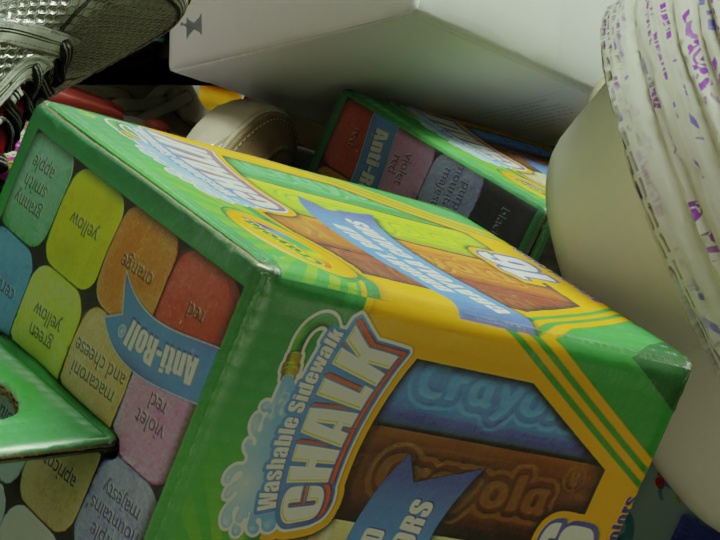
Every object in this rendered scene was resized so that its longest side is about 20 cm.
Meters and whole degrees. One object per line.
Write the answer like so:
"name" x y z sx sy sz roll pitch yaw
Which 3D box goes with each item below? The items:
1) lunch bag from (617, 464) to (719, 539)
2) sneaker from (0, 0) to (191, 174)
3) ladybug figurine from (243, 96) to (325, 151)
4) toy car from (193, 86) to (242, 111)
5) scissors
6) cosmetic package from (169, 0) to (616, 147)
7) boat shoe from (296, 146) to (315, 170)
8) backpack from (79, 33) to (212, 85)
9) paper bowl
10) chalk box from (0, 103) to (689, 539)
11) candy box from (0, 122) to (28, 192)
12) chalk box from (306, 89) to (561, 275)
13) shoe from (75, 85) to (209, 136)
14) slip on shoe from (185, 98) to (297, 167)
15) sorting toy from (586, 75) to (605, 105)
"lunch bag" 0.198 0.118 1.003 0.200 0.083 0.160 31 16 39
"sneaker" -0.138 -0.044 0.901 0.082 0.200 0.078 50 -18 21
"ladybug figurine" -0.007 -0.042 1.297 0.136 0.072 0.200 45 8 9
"toy car" -0.135 -0.146 1.375 0.199 0.150 0.175 24 12 5
"scissors" -0.093 -0.062 1.096 0.199 0.014 0.073 17 9 -18
"cosmetic package" 0.030 -0.161 1.091 0.123 0.200 0.200 -11 -16 36
"boat shoe" 0.000 0.000 1.172 0.199 0.073 0.062 24 6 -25
"backpack" -0.089 -0.180 1.177 0.175 0.201 0.153 -3 -3 -32
"paper bowl" 0.130 0.003 0.842 0.201 0.104 0.201 54 19 -28
"chalk box" -0.038 0.039 0.734 0.199 0.124 0.125 14 14 -41
"candy box" -0.140 -0.027 1.038 0.136 0.061 0.200 25 11 12
"chalk box" 0.043 0.016 1.044 0.200 0.125 0.124 14 14 -45
"shoe" -0.127 -0.093 1.249 0.070 0.053 0.200 -35 73 -31
"slip on shoe" -0.052 -0.001 0.984 0.060 0.076 0.200 19 25 10
"sorting toy" 0.193 0.007 1.016 0.199 0.037 0.186 12 43 -31
